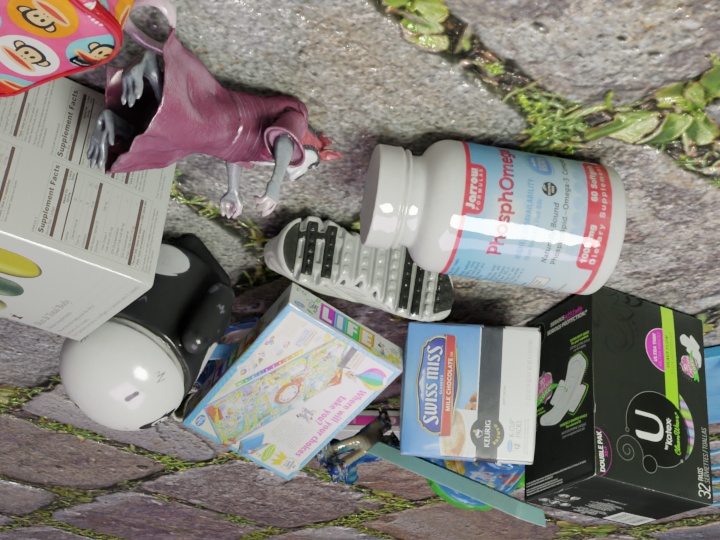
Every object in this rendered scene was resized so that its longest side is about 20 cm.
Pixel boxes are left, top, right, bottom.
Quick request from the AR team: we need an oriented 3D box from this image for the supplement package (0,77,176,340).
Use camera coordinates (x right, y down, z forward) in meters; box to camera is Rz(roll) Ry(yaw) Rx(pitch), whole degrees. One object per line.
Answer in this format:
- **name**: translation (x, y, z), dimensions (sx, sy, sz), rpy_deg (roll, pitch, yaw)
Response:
- **supplement package**: translation (-0.274, -0.060, 0.859), dimensions (0.199, 0.151, 0.152), rpy_deg (22, 148, -29)

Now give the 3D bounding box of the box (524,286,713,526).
- **box**: translation (0.261, 0.141, 1.104), dimensions (0.148, 0.201, 0.124), rpy_deg (16, 152, -21)

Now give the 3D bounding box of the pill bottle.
- **pill bottle**: translation (0.104, -0.046, 0.875), dimensions (0.199, 0.109, 0.109), rpy_deg (8, 152, -8)

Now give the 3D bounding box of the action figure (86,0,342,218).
- **action figure**: translation (-0.104, -0.114, 0.822), dimensions (0.199, 0.150, 0.134), rpy_deg (0, 180, -36)

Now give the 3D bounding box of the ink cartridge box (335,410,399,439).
- **ink cartridge box**: translation (-0.019, 0.222, 1.475), dimensions (0.199, 0.037, 0.095), rpy_deg (-2, 152, 7)

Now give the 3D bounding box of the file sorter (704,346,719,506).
- **file sorter**: translation (0.394, 0.190, 1.262), dimensions (0.138, 0.123, 0.200), rpy_deg (-13, 148, 30)

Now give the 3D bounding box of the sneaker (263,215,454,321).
- **sneaker**: translation (0.000, 0.000, 1.033), dimensions (0.199, 0.076, 0.081), rpy_deg (19, 165, -25)

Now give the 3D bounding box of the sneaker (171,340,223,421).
- **sneaker**: translation (-0.227, 0.140, 1.294), dimensions (0.077, 0.089, 0.200), rpy_deg (15, 151, -20)

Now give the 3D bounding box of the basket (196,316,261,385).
- **basket**: translation (-0.090, 0.114, 1.169), dimensions (0.175, 0.140, 0.200), rpy_deg (-4, 154, 10)

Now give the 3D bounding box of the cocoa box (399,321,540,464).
- **cocoa box**: translation (0.107, 0.128, 1.120), dimensions (0.130, 0.134, 0.200), rpy_deg (4, 173, 3)

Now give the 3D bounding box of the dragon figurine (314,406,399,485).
- **dragon figurine**: translation (-0.001, 0.212, 1.266), dimensions (0.099, 0.059, 0.200), rpy_deg (-28, 166, 1)

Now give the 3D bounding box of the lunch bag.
- **lunch bag**: translation (-0.261, -0.198, 0.683), dimensions (0.175, 0.082, 0.200), rpy_deg (-9, 148, 32)

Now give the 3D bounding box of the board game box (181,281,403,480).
- **board game box**: translation (-0.070, 0.116, 1.074), dimensions (0.134, 0.034, 0.200), rpy_deg (32, 122, -18)

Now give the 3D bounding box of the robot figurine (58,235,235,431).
- **robot figurine**: translation (-0.195, 0.057, 1.009), dimensions (0.124, 0.200, 0.151), rpy_deg (25, 134, 1)

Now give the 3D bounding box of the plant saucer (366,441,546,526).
- **plant saucer**: translation (0.101, 0.223, 1.139), dimensions (0.199, 0.019, 0.070), rpy_deg (16, 171, 38)

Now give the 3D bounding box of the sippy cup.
- **sippy cup**: translation (0.151, 0.206, 1.291), dimensions (0.177, 0.140, 0.130), rpy_deg (-12, 159, -19)
